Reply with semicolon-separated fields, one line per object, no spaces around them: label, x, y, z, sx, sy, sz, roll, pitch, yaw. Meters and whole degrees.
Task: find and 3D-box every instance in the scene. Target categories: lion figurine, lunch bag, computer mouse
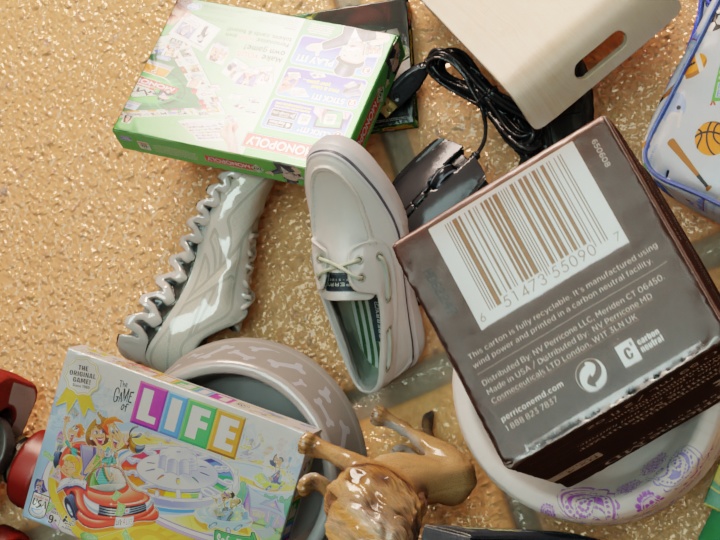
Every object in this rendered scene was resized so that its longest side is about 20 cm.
lion figurine;0.032;0.153;1.474;0.122;0.199;0.073;24;121;33
lunch bag;0.303;-0.128;1.505;0.159;0.075;0.201;28;90;23
computer mouse;0.040;-0.075;1.570;0.200;0.046;0.141;-51;61;20

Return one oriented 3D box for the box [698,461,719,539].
box;0.325;0.123;1.465;0.116;0.048;0.202;22;89;20

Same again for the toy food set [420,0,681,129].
toy food set;0.132;-0.210;1.556;0.143;0.060;0.200;-39;51;-1

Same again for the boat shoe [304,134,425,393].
boat shoe;0.000;0.000;1.520;0.073;0.067;0.201;-2;121;34

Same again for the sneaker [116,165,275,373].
sneaker;-0.111;-0.002;1.620;0.081;0.075;0.201;32;95;9

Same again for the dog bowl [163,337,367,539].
dog bowl;-0.096;0.154;1.563;0.198;0.059;0.203;1;93;15

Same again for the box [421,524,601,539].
box;0.098;0.282;1.437;0.051;0.157;0.202;8;88;44

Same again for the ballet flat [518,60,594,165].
ballet flat;0.148;-0.071;1.564;0.066;0.057;0.202;5;85;-11

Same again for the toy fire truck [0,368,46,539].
toy fire truck;-0.322;0.171;1.596;0.111;0.168;0.202;23;87;20

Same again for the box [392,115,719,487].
box;0.147;0.027;1.347;0.165;0.200;0.165;-32;73;10

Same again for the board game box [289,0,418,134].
board game box;-0.053;-0.154;1.649;0.198;0.023;0.106;-6;80;16

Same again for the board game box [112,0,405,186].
board game box;-0.080;-0.140;1.602;0.198;0.029;0.136;13;65;23

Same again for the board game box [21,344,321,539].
board game box;-0.142;0.151;1.526;0.198;0.034;0.136;18;97;13

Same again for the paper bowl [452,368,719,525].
paper bowl;0.174;0.084;1.488;0.198;0.104;0.203;-4;78;17
